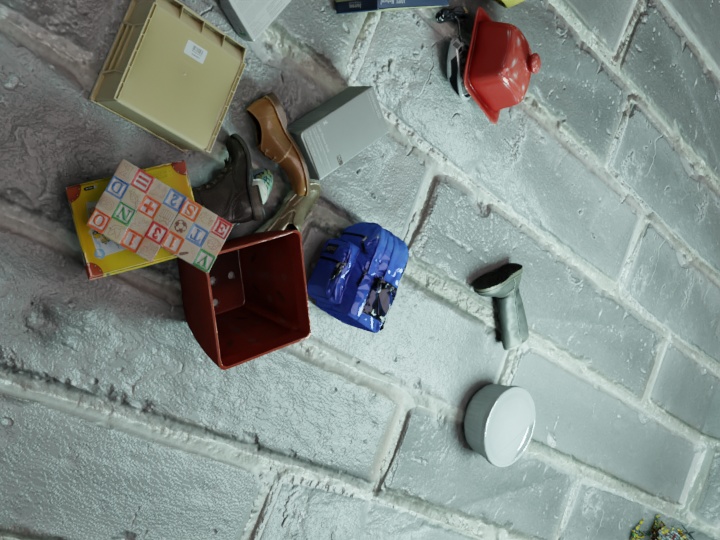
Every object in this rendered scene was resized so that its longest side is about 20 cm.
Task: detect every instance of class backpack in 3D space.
[{"bbox_3d":[0.000,0.000,1.760,0.167,0.161,0.203,34,78,-36],"label":"backpack"}]

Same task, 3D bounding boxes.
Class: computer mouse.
[{"bbox_3d":[0.209,-0.474,1.912,0.109,0.043,0.204,-30,118,-51],"label":"computer mouse"}]

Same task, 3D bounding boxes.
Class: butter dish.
[{"bbox_3d":[0.328,-0.454,1.924,0.199,0.145,0.204,33,66,-52],"label":"butter dish"}]

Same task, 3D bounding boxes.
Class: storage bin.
[{"bbox_3d":[-0.316,-0.330,1.462,0.198,0.093,0.202,27,81,-40],"label":"storage bin"}]

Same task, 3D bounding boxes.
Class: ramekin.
[{"bbox_3d":[0.343,0.381,2.183,0.200,0.093,0.207,-10,105,-39],"label":"ramekin"}]

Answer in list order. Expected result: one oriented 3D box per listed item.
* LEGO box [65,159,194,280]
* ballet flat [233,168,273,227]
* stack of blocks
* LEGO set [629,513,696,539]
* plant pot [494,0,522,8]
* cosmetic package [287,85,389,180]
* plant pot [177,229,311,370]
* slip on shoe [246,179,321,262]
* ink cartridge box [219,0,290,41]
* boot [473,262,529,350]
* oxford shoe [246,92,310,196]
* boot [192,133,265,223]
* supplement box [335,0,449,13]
[{"bbox_3d":[-0.365,-0.083,1.422,0.196,0.077,0.152,-15,96,-15],"label":"LEGO box"},{"bbox_3d":[-0.221,-0.118,1.606,0.200,0.074,0.075,-44,124,-25],"label":"ballet flat"},{"bbox_3d":[-0.314,-0.071,1.366,0.198,0.058,0.117,30,83,-15],"label":"stack of blocks"},{"bbox_3d":[0.968,0.838,2.781,0.197,0.154,0.118,1,117,-33],"label":"LEGO set"},{"bbox_3d":[0.325,-0.665,1.898,0.199,0.201,0.143,29,106,-40],"label":"plant pot"},{"bbox_3d":[-0.048,-0.273,1.710,0.199,0.090,0.108,-38,119,-24],"label":"cosmetic package"},{"bbox_3d":[-0.224,0.035,1.565,0.197,0.175,0.205,-18,110,-36],"label":"plant pot"},{"bbox_3d":[-0.135,-0.092,1.677,0.200,0.060,0.077,-47,146,-22],"label":"slip on shoe"},{"bbox_3d":[-0.197,-0.536,1.531,0.162,0.050,0.201,-52,135,-19],"label":"ink cartridge box"},{"bbox_3d":[0.352,0.101,2.156,0.179,0.072,0.204,-20,118,-34],"label":"boot"},{"bbox_3d":[-0.155,-0.225,1.633,0.071,0.071,0.203,-30,99,-23],"label":"oxford shoe"},{"bbox_3d":[-0.269,-0.145,1.541,0.170,0.203,0.070,-15,152,-9],"label":"boot"},{"bbox_3d":[0.058,-0.613,1.694,0.197,0.133,0.204,-16,109,-37],"label":"supplement box"}]
